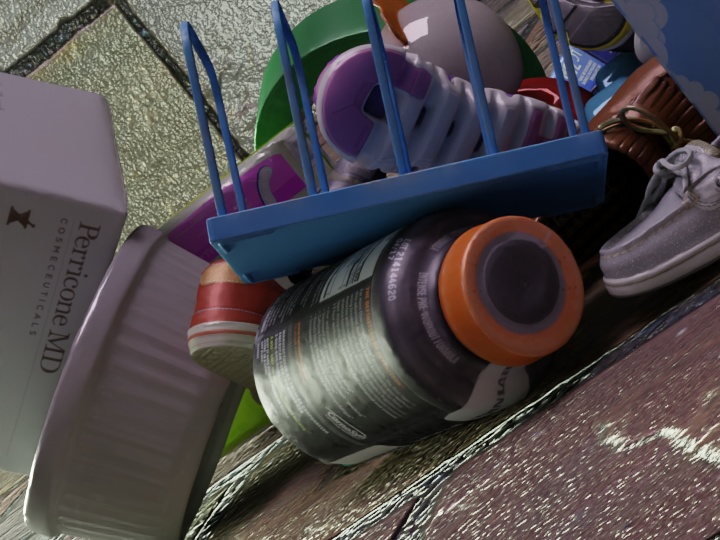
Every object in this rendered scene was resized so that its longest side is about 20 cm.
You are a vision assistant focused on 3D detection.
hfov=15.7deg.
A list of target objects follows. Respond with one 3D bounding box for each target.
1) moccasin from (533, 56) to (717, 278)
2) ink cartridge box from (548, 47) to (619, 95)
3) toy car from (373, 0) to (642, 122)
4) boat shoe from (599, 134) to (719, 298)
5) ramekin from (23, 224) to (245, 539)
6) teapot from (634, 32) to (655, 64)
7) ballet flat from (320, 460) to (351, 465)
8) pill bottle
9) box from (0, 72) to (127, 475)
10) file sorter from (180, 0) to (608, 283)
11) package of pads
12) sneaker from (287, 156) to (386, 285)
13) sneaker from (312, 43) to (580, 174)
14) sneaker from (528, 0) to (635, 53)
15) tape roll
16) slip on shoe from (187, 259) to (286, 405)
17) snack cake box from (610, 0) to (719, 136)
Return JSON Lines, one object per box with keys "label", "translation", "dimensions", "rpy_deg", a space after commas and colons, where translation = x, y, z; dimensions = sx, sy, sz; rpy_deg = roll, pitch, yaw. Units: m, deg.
{"label": "moccasin", "translation": [0.150, -0.059, 1.445], "dimensions": [0.201, 0.074, 0.078], "rpy_deg": [-37, 15, -7]}
{"label": "ink cartridge box", "translation": [0.180, -0.177, 1.860], "dimensions": [0.200, 0.042, 0.119], "rpy_deg": [-60, -3, -24]}
{"label": "toy car", "translation": [0.072, -0.109, 1.629], "dimensions": [0.184, 0.200, 0.177], "rpy_deg": [-36, 7, 17]}
{"label": "boat shoe", "translation": [0.191, -0.063, 1.282], "dimensions": [0.202, 0.065, 0.074], "rpy_deg": [-39, 7, -1]}
{"label": "ramekin", "translation": [-0.128, 0.080, 1.613], "dimensions": [0.202, 0.094, 0.203], "rpy_deg": [19, -90, -87]}
{"label": "teapot", "translation": [0.235, -0.194, 1.558], "dimensions": [0.197, 0.200, 0.146], "rpy_deg": [-117, 39, -59]}
{"label": "ballet flat", "translation": [0.037, 0.030, 1.492], "dimensions": [0.200, 0.064, 0.067], "rpy_deg": [-42, 8, -23]}
{"label": "pill bottle", "translation": [0.032, 0.031, 1.336], "dimensions": [0.106, 0.106, 0.200], "rpy_deg": [-43, 9, -31]}
{"label": "box", "translation": [-0.259, -0.008, 1.665], "dimensions": [0.200, 0.171, 0.199], "rpy_deg": [-111, 37, -63]}
{"label": "file sorter", "translation": [0.017, -0.081, 1.349], "dimensions": [0.200, 0.123, 0.139], "rpy_deg": [-12, -9, 3]}
{"label": "package of pads", "translation": [-0.071, 0.020, 1.739], "dimensions": [0.200, 0.155, 0.068], "rpy_deg": [-37, 6, 20]}
{"label": "sneaker", "translation": [0.000, 0.000, 1.577], "dimensions": [0.200, 0.074, 0.081], "rpy_deg": [93, -165, -64]}
{"label": "sneaker", "translation": [0.054, -0.076, 1.497], "dimensions": [0.081, 0.200, 0.088], "rpy_deg": [-64, 22, 2]}
{"label": "sneaker", "translation": [0.122, -0.195, 1.639], "dimensions": [0.085, 0.200, 0.074], "rpy_deg": [18, -60, -47]}
{"label": "tape roll", "translation": [0.030, -0.096, 1.758], "dimensions": [0.200, 0.200, 0.048], "rpy_deg": [-35, 31, 29]}
{"label": "slip on shoe", "translation": [-0.043, 0.043, 1.532], "dimensions": [0.074, 0.061, 0.200], "rpy_deg": [-5, -18, 21]}
{"label": "snack cake box", "translation": [0.189, -0.164, 1.376], "dimensions": [0.067, 0.200, 0.115], "rpy_deg": [-32, 9, 45]}
